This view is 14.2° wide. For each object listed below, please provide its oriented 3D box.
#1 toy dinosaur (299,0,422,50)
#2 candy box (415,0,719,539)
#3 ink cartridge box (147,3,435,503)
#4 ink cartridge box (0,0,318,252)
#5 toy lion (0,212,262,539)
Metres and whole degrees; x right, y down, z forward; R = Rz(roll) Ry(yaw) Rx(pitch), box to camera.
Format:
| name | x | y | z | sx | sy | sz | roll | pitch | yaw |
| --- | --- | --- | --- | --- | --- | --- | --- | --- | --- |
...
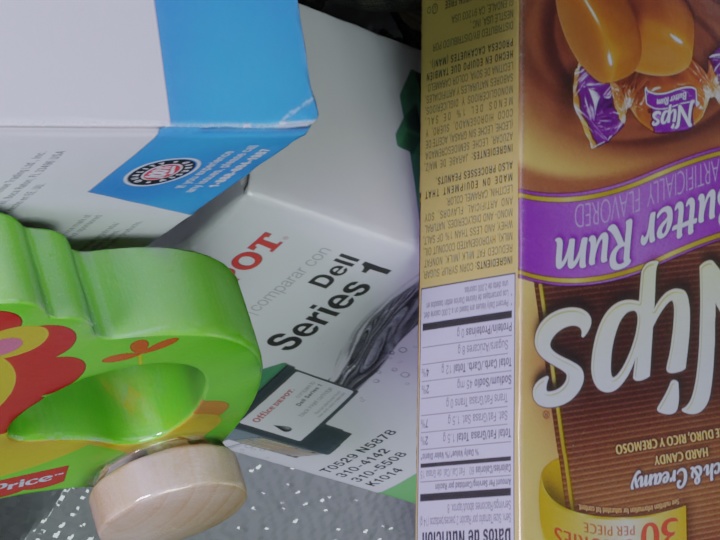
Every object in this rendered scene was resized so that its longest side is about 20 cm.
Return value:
| name | x | y | z | sx | sy | sz | roll | pitch | yaw |
| --- | --- | --- | --- | --- | --- | --- | --- | --- | --- |
| toy dinosaur | 0.005 | -0.094 | 0.943 | 0.200 | 0.048 | 0.088 | 34 | 141 | -21 |
| candy box | 0.078 | -0.002 | 0.885 | 0.116 | 0.056 | 0.201 | 6 | 82 | -35 |
| ink cartridge box | 0.000 | 0.000 | 0.961 | 0.199 | 0.085 | 0.146 | 17 | 143 | -32 |
| ink cartridge box | -0.140 | -0.082 | 0.749 | 0.199 | 0.145 | 0.147 | -1 | 165 | -30 |
| toy lion | -0.120 | 0.032 | 0.796 | 0.199 | 0.069 | 0.192 | -11 | 159 | -18 |
